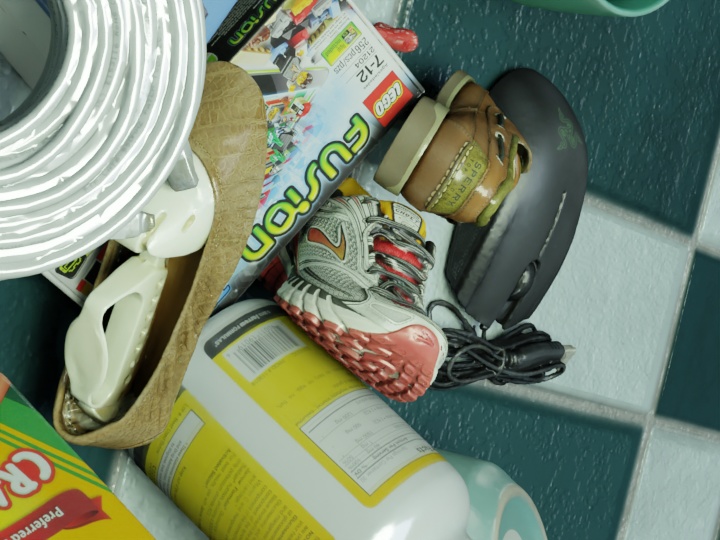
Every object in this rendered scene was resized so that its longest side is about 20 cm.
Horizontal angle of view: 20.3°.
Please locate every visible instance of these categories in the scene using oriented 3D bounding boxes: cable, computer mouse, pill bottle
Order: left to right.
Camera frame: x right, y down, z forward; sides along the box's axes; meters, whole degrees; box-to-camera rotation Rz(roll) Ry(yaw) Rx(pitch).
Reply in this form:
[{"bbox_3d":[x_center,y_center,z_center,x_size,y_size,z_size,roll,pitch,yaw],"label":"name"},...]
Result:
[{"bbox_3d":[-0.161,-0.093,0.819,0.198,0.069,0.202,-14,105,-21],"label":"cable"},{"bbox_3d":[-0.016,0.116,1.013,0.112,0.200,0.112,-41,160,-18],"label":"pill bottle"},{"bbox_3d":[0.104,-0.022,1.242,0.138,0.052,0.202,2,98,-48],"label":"computer mouse"}]

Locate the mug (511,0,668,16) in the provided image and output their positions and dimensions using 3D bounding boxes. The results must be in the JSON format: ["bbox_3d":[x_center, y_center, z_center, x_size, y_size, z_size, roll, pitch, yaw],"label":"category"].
[{"bbox_3d":[0.123,-0.242,1.163,0.152,0.114,0.187,30,76,-47],"label":"mug"}]

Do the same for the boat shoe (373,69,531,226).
[{"bbox_3d":[0.055,-0.059,1.103,0.072,0.068,0.200,-59,178,17],"label":"boat shoe"}]

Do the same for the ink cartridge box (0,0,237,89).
[{"bbox_3d":[-0.105,-0.187,0.951,0.201,0.076,0.137,-59,136,-22],"label":"ink cartridge box"}]

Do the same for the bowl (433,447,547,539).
[{"bbox_3d":[0.045,0.184,1.128,0.200,0.104,0.203,-8,90,-69],"label":"bowl"}]

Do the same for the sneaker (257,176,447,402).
[{"bbox_3d":[0.000,0.000,1.020,0.078,0.200,0.082,40,93,-25],"label":"sneaker"}]

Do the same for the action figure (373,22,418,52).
[{"bbox_3d":[-0.046,-0.123,1.055,0.199,0.051,0.066,-22,119,-41],"label":"action figure"}]

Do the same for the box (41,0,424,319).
[{"bbox_3d":[-0.067,-0.054,1.004,0.200,0.035,0.110,-48,135,-2],"label":"box"}]

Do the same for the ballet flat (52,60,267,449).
[{"bbox_3d":[-0.100,0.000,0.936,0.072,0.068,0.201,-19,138,-60],"label":"ballet flat"}]

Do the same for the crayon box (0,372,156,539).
[{"bbox_3d":[-0.152,0.145,0.885,0.126,0.200,0.051,-25,149,-42],"label":"crayon box"}]
